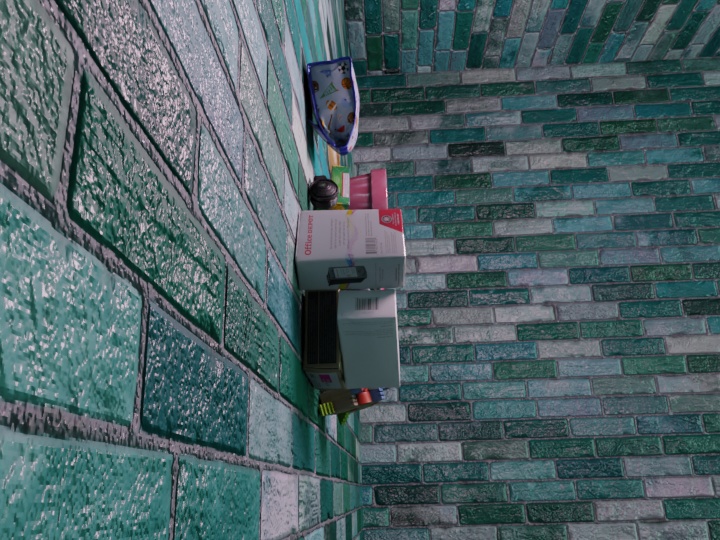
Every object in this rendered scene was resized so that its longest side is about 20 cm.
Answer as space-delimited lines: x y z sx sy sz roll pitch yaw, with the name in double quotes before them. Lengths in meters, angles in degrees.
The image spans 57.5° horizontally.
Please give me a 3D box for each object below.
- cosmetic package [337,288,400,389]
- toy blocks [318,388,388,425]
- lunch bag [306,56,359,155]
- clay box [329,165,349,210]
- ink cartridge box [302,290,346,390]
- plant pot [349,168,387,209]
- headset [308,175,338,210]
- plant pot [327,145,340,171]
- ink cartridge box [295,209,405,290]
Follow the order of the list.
"cosmetic package" 0.019 0.135 1.256 0.081 0.112 0.200 -88 176 -48
"toy blocks" -0.002 0.292 1.532 0.200 0.136 0.100 29 41 -68
"lunch bag" -0.060 -0.371 1.525 0.170 0.123 0.201 -78 157 -84
"clay box" -0.064 -0.153 1.631 0.200 0.047 0.115 109 -16 -58
"ink cartridge box" -0.068 0.143 1.333 0.200 0.075 0.165 84 6 -68
"plant pot" 0.001 -0.232 2.168 0.200 0.178 0.201 -2 90 -88
"headset" -0.066 -0.141 1.463 0.200 0.094 0.124 -114 -162 -64
"plant pot" -0.084 -0.396 2.099 0.200 0.027 0.201 -3 90 -87
"ink cartridge box" -0.017 -0.041 1.243 0.148 0.199 0.086 -90 177 -46
